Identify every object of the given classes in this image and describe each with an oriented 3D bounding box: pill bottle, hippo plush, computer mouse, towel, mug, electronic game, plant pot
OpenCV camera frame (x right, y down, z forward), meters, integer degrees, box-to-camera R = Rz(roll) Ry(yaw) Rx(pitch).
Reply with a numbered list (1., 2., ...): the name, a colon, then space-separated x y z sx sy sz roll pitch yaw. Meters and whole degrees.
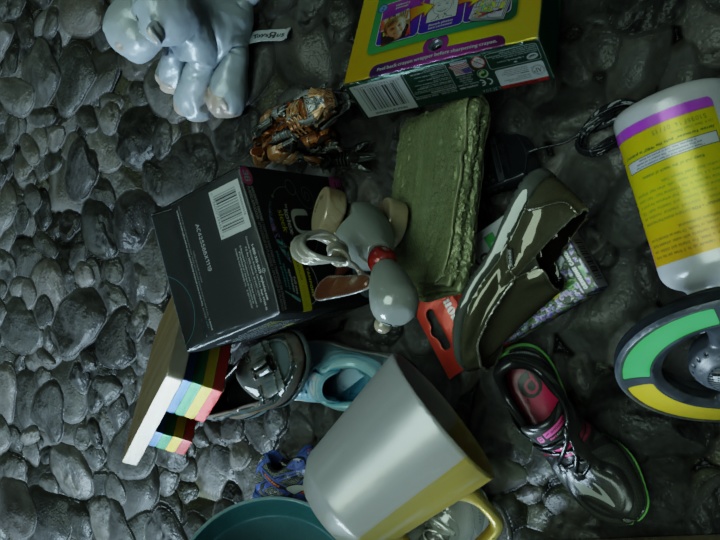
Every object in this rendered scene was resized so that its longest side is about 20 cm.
1. pill bottle: 0.295 -0.053 0.721 0.103 0.104 0.204 -19 82 29
2. hippo plush: -0.203 -0.263 0.970 0.197 0.160 0.163 -11 86 30
3. computer mouse: 0.183 -0.118 0.831 0.197 0.034 0.060 -17 67 24
4. towel: 0.074 -0.069 0.840 0.148 0.036 0.204 -9 74 62
5. mug: 0.036 0.200 0.803 0.153 0.149 0.187 -41 62 5
6. electronic game: 0.308 0.073 0.679 0.197 0.200 0.042 -15 48 29
7. plant pot: -0.093 0.380 0.892 0.198 0.200 0.190 30 144 25

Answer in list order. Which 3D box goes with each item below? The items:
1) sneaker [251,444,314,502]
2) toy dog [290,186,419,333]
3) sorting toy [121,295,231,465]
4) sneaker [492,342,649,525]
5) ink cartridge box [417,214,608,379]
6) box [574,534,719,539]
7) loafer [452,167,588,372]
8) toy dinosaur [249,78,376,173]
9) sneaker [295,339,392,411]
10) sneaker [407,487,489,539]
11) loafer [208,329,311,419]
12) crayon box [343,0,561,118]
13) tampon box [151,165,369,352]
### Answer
1. sneaker: -0.048 0.238 0.947 0.197 0.075 0.080 -9 84 28
2. toy dog: 0.000 0.000 0.797 0.130 0.201 0.098 20 118 0
3. sorting toy: -0.197 0.097 0.963 0.201 0.069 0.201 125 157 -44
4. sneaker: 0.191 0.161 0.798 0.077 0.083 0.201 -48 69 22
5. ink cartridge box: 0.135 0.021 0.846 0.199 0.050 0.110 -35 75 25
6. box: 0.241 0.297 0.769 0.197 0.094 0.079 -13 85 28
7. loafer: 0.147 0.010 0.767 0.069 0.075 0.203 29 106 30
8. toy dinosaur: -0.064 -0.154 0.896 0.199 0.134 0.104 16 112 53
9. sneaker: -0.039 0.117 0.931 0.197 0.081 0.076 -4 88 31
10. sneaker: 0.066 0.304 0.870 0.075 0.092 0.203 32 106 25
11. loafer: -0.120 0.128 0.941 0.200 0.062 0.073 -43 63 50
12. crayon box: 0.094 -0.250 0.815 0.197 0.058 0.175 -6 56 30
13. tampon box: -0.096 -0.013 0.893 0.125 0.199 0.153 -21 83 28
